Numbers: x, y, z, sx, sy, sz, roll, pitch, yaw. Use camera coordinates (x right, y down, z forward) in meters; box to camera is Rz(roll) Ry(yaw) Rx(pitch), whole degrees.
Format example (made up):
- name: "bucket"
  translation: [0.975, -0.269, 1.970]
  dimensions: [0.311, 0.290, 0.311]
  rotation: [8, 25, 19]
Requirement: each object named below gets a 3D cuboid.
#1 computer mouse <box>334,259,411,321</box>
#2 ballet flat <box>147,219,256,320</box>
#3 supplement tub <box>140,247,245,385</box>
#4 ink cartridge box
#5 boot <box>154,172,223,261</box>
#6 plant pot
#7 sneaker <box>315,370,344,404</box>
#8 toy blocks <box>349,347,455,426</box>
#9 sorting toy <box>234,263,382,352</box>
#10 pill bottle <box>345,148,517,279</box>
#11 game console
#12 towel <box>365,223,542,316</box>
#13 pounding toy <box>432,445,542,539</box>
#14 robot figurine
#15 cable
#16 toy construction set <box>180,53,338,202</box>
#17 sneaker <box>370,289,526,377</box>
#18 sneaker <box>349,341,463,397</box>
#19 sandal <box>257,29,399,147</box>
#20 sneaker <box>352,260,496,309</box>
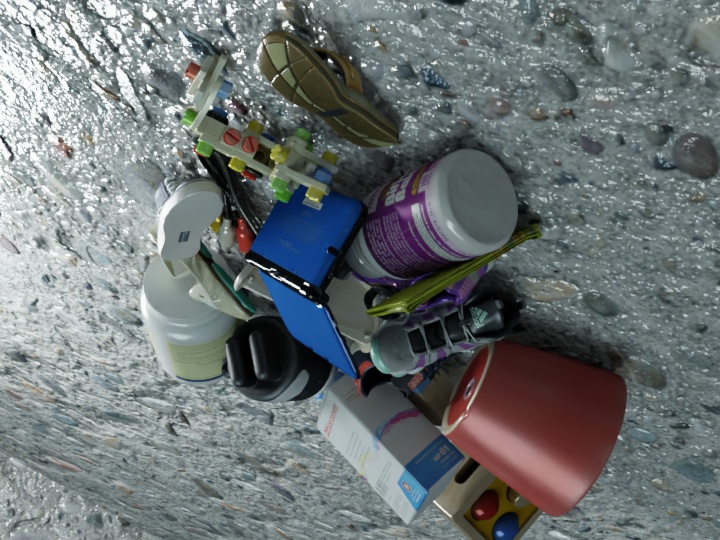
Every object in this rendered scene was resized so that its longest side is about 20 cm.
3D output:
- name: "computer mouse"
  translation: [0.000, 0.000, 1.253]
  dimensions: [0.034, 0.059, 0.200]
  rotation: [8, -152, -48]
- name: "ballet flat"
  translation: [-0.218, 0.004, 1.394]
  dimensions: [0.200, 0.062, 0.067]
  rotation: [50, -175, 18]
- name: "supplement tub"
  translation: [-0.242, 0.066, 1.506]
  dimensions: [0.145, 0.145, 0.200]
  rotation: [18, 150, 10]
- name: "ink cartridge box"
  translation: [0.038, 0.241, 1.456]
  dimensions: [0.200, 0.085, 0.145]
  rotation: [43, 152, 16]
- name: "boot"
  translation: [-0.224, -0.090, 1.284]
  dimensions: [0.073, 0.091, 0.200]
  rotation: [-4, 160, -25]
- name: "plant pot"
  translation: [0.213, 0.186, 1.316]
  dimensions: [0.177, 0.201, 0.200]
  rotation: [27, 151, -4]
- name: "sneaker"
  translation: [0.015, 0.213, 1.628]
  dimensions: [0.200, 0.077, 0.076]
  rotation: [27, 149, -9]
- name: "toy blocks"
  translation: [0.062, 0.157, 1.491]
  dimensions: [0.137, 0.100, 0.200]
  rotation: [50, 156, -23]
- name: "sorting toy"
  translation: [-0.071, 0.034, 1.391]
  dimensions: [0.200, 0.107, 0.180]
  rotation: [26, 159, -8]
- name: "pill bottle"
  translation: [0.066, -0.053, 1.123]
  dimensions: [0.112, 0.112, 0.200]
  rotation: [38, 147, -23]
- name: "game console"
  translation: [-0.042, 0.004, 1.191]
  dimensions: [0.118, 0.171, 0.200]
  rotation: [31, 177, -31]
- name: "towel"
  translation: [0.103, 0.002, 1.115]
  dimensions: [0.086, 0.200, 0.018]
  rotation: [-20, 97, 61]
- name: "pounding toy"
  translation: [0.216, 0.317, 1.561]
  dimensions: [0.184, 0.200, 0.142]
  rotation: [49, 170, -37]
- name: "robot figurine"
  translation: [-0.113, 0.126, 1.486]
  dimensions: [0.150, 0.125, 0.200]
  rotation: [26, -173, 28]
- name: "cable"
  translation: [-0.164, -0.082, 1.294]
  dimensions: [0.097, 0.050, 0.200]
  rotation: [35, 159, 24]
- name: "toy construction set"
  translation: [-0.123, -0.146, 1.130]
  dimensions: [0.200, 0.092, 0.131]
  rotation: [41, 172, -14]
- name: "sneaker"
  translation: [0.116, 0.063, 1.233]
  dimensions: [0.140, 0.200, 0.078]
  rotation: [-27, 85, 52]
- name: "sneaker"
  translation: [0.081, 0.122, 1.374]
  dimensions: [0.200, 0.085, 0.075]
  rotation: [-18, 138, 19]
- name: "sandal"
  translation: [-0.028, -0.189, 1.040]
  dimensions: [0.080, 0.054, 0.200]
  rotation: [2, 159, 43]
- name: "sneaker"
  translation: [0.061, 0.004, 1.244]
  dimensions: [0.200, 0.089, 0.081]
  rotation: [0, 144, 37]
